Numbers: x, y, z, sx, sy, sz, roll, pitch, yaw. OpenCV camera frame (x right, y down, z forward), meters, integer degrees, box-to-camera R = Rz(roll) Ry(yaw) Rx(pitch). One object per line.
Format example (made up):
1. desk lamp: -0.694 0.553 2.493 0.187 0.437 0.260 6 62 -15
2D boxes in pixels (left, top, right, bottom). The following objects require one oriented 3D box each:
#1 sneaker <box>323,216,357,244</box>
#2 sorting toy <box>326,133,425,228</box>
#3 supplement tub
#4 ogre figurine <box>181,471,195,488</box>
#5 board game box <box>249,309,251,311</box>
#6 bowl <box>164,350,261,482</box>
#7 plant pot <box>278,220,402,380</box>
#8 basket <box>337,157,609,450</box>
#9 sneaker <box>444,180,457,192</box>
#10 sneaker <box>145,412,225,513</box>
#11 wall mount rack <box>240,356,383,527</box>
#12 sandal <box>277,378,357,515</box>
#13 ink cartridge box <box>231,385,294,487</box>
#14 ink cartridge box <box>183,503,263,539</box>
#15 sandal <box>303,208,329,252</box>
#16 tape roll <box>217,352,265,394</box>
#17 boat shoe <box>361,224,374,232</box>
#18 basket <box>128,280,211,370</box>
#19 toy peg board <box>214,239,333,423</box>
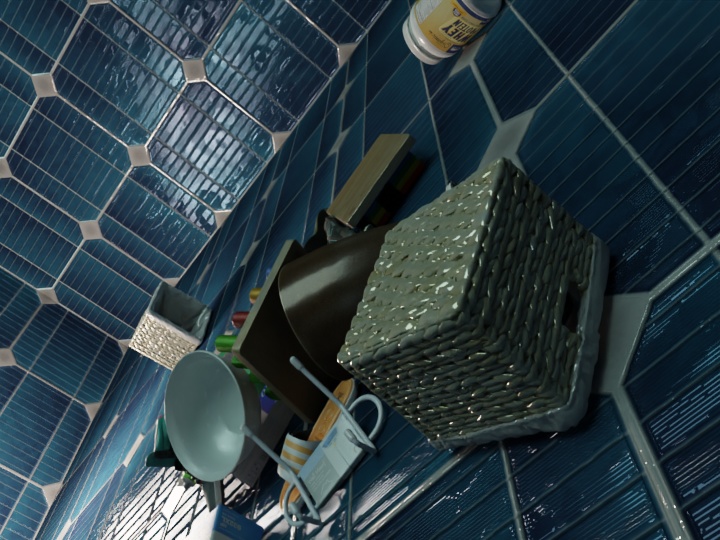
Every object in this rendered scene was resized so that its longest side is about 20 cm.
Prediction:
1. sneaker: -0.044 -0.052 1.361 0.081 0.074 0.200 -58 20 3
2. sorting toy: 0.033 -0.168 1.366 0.202 0.069 0.199 -55 18 0
3. supplement tub: 0.197 -0.566 1.514 0.199 0.143 0.147 -34 27 48
4. ogre figurine: -0.289 0.330 1.300 0.199 0.099 0.120 -40 9 4
5. board game box: -0.237 0.129 1.615 0.134 0.029 0.202 -44 22 30
6. bowl: -0.225 0.228 1.120 0.201 0.204 0.089 -44 -23 28
7. plant pot: 0.016 0.021 0.964 0.198 0.188 0.189 -33 25 19
8. basket: 0.111 0.038 0.669 0.198 0.160 0.201 -28 31 49
9. sneaker: 0.132 -0.052 0.929 0.080 0.073 0.202 -49 19 31
10. sneaker: -0.304 0.327 1.169 0.084 0.118 0.205 125 129 -60
11. wall mount rack: -0.067 0.220 0.896 0.202 0.074 0.173 -52 42 3
12. sandal: -0.076 0.237 0.976 0.210 0.059 0.079 -63 20 -17
13. ink cartridge box: -0.161 0.258 1.180 0.203 0.044 0.093 -60 21 -13
14. ink cartridge box: -0.214 0.450 0.925 0.145 0.083 0.202 -46 21 25
15. sandal: -0.076 -0.054 1.474 0.204 0.078 0.058 -73 0 -47
16. tape roll: -0.204 0.171 1.321 0.197 0.049 0.201 -29 20 12
17. boat shoe: 0.001 0.002 1.153 0.065 0.075 0.203 -24 40 22
18. basket: -0.603 0.181 2.197 0.162 0.197 0.200 -53 17 21
19. toy peg board: -0.120 0.096 1.073 0.096 0.201 0.203 -3 50 37
